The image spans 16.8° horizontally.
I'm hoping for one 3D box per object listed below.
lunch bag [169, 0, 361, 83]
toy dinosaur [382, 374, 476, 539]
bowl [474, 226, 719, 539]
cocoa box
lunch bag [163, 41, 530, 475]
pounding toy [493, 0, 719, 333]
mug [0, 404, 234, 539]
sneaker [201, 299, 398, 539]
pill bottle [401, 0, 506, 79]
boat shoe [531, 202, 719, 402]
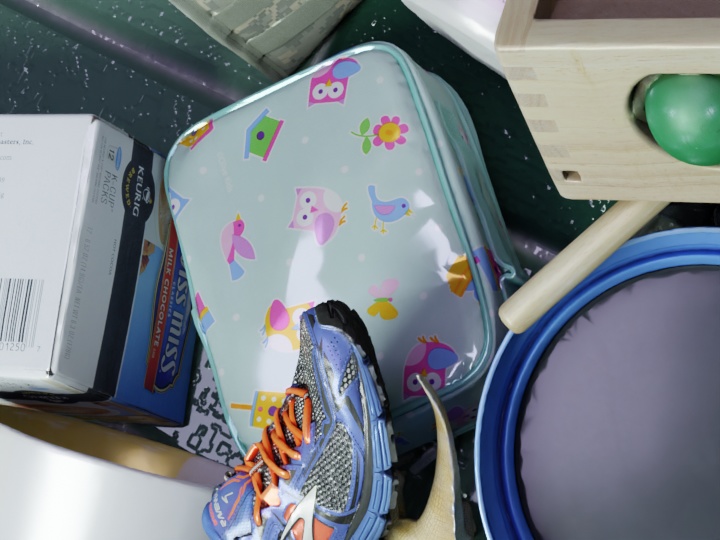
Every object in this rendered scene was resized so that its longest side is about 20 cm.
[{"bbox_3d":[-0.051,-0.207,1.195,0.164,0.200,0.118,-44,61,7],"label":"lunch bag"},{"bbox_3d":[0.034,0.128,1.104,0.058,0.101,0.202,3,108,-10],"label":"toy dinosaur"},{"bbox_3d":[0.149,0.082,1.067,0.199,0.039,0.203,0,89,8],"label":"bowl"},{"bbox_3d":[-0.194,0.000,1.242,0.198,0.131,0.135,2,76,26],"label":"cocoa box"},{"bbox_3d":[0.000,0.000,1.179,0.159,0.077,0.201,-25,66,16],"label":"lunch bag"},{"bbox_3d":[0.146,-0.090,1.011,0.183,0.142,0.201,2,56,26],"label":"pounding toy"},{"bbox_3d":[-0.138,0.157,1.187,0.148,0.187,0.154,15,91,-5],"label":"mug"},{"bbox_3d":[-0.030,0.104,1.086,0.075,0.078,0.201,-111,26,-58],"label":"sneaker"},{"bbox_3d":[0.114,-0.185,1.157,0.112,0.112,0.201,34,92,30],"label":"pill bottle"},{"bbox_3d":[0.154,-0.011,1.115,0.075,0.060,0.201,36,93,30],"label":"boat shoe"}]
